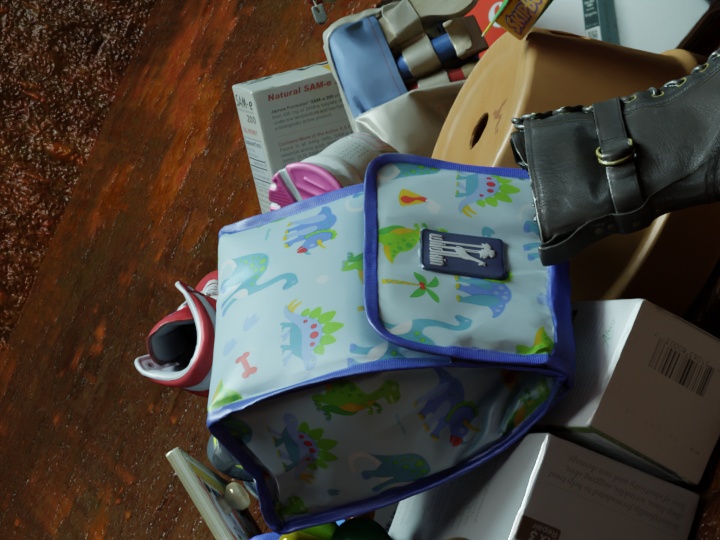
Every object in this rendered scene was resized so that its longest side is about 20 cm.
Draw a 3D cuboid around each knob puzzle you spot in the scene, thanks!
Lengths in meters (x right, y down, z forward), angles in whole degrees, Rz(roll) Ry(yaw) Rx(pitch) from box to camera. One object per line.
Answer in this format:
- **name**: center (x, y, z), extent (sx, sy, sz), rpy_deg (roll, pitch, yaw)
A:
- **knob puzzle**: center (-0.050, 0.210, 1.833), extent (0.030, 0.220, 0.220), rpy_deg (-33, 19, 1)

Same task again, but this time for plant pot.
- **plant pot**: center (0.128, -0.058, 1.651), extent (0.200, 0.140, 0.200), rpy_deg (-58, 17, 29)

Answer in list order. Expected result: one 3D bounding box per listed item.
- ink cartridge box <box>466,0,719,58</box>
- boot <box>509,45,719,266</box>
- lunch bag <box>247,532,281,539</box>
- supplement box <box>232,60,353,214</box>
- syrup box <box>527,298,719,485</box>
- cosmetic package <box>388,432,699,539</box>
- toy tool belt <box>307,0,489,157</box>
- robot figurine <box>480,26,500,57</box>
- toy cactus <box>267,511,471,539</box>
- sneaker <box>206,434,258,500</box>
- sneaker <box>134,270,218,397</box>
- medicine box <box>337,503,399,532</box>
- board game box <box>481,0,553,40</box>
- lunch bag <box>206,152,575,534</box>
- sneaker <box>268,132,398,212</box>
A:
- **ink cartridge box**: center (0.117, -0.162, 1.778), extent (0.200, 0.174, 0.044), rpy_deg (-52, -13, 32)
- **boot**: center (0.167, -0.092, 1.518), extent (0.200, 0.174, 0.069), rpy_deg (-87, -18, -48)
- **lunch bag**: center (-0.040, 0.281, 1.634), extent (0.170, 0.124, 0.200), rpy_deg (-92, -6, -57)
- **supplement box**: center (-0.003, -0.047, 1.917), extent (0.074, 0.126, 0.200), rpy_deg (-155, 52, -75)
- **syrup box**: center (0.125, 0.068, 1.549), extent (0.200, 0.079, 0.082), rpy_deg (-3, 61, 66)
- **cosmetic package**: center (0.099, 0.139, 1.536), extent (0.200, 0.102, 0.074), rpy_deg (-13, 55, 69)
- **toy tool belt**: center (0.043, -0.138, 1.757), extent (0.125, 0.123, 0.200), rpy_deg (-137, 27, -89)
- **robot figurine**: center (0.098, -0.148, 1.918), extent (0.200, 0.116, 0.176), rpy_deg (-165, 91, -72)
- **toy cactus**: center (0.025, 0.189, 1.520), extent (0.102, 0.200, 0.165), rpy_deg (-30, -13, -24)
- **sneaker**: center (-0.056, 0.136, 1.958), extent (0.081, 0.074, 0.200), rpy_deg (-53, -20, 15)
- **sneaker**: center (-0.109, 0.037, 1.895), extent (0.071, 0.112, 0.200), rpy_deg (-64, 27, 11)
- **medicine box**: center (0.030, 0.124, 1.775), extent (0.182, 0.103, 0.200), rpy_deg (-62, 17, 13)
- **board game box**: center (0.142, -0.216, 1.606), extent (0.200, 0.030, 0.096), rpy_deg (-49, -3, -29)
- **lunch bag**: center (0.022, 0.031, 1.519), extent (0.200, 0.128, 0.170), rpy_deg (-16, 39, 15)
- **sneaker**: center (0.000, 0.000, 1.672), extent (0.088, 0.081, 0.200), rpy_deg (-41, -33, -37)
